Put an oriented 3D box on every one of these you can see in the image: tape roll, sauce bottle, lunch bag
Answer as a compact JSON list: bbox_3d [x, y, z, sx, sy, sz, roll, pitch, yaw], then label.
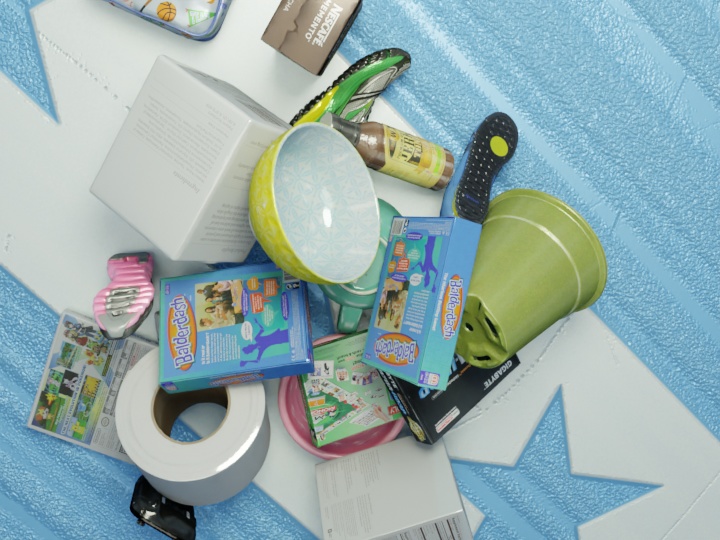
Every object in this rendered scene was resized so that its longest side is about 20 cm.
[{"bbox_3d":[-0.228,0.211,1.072,0.200,0.140,0.205,2,61,-3],"label":"tape roll"},{"bbox_3d":[0.035,-0.162,1.036,0.198,0.065,0.065,13,105,-31],"label":"sauce bottle"},{"bbox_3d":[-0.250,-0.403,1.005,0.198,0.076,0.162,22,100,-5],"label":"lunch bag"}]

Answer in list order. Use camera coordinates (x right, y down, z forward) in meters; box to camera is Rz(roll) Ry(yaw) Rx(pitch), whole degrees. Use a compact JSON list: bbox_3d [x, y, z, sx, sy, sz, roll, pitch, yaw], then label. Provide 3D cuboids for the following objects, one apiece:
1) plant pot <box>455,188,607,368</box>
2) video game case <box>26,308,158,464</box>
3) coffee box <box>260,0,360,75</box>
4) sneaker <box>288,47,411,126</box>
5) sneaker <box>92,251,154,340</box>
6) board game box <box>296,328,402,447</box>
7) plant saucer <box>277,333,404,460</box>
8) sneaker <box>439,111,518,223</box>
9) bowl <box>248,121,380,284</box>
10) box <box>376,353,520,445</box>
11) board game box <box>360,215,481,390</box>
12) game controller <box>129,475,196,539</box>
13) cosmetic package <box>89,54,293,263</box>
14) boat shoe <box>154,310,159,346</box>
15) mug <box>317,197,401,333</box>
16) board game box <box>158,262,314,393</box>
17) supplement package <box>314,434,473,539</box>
[{"bbox_3d":[0.192,0.025,1.013,0.190,0.199,0.201,-40,105,-34],"label":"plant pot"},{"bbox_3d":[-0.395,0.181,1.172,0.181,0.022,0.202,21,103,-6],"label":"video game case"},{"bbox_3d":[-0.056,-0.313,0.964,0.079,0.200,0.114,31,102,-8],"label":"coffee box"},{"bbox_3d":[-0.007,-0.231,1.058,0.199,0.078,0.085,-38,108,17],"label":"sneaker"},{"bbox_3d":[-0.319,0.052,1.059,0.078,0.200,0.096,0,116,-7],"label":"sneaker"},{"bbox_3d":[0.011,0.155,1.098,0.198,0.029,0.136,-15,95,-21],"label":"board game box"},{"bbox_3d":[-0.026,0.189,1.165,0.198,0.051,0.203,0,103,-2],"label":"plant saucer"},{"bbox_3d":[0.156,-0.134,1.062,0.066,0.078,0.201,32,65,-13],"label":"sneaker"},{"bbox_3d":[-0.075,-0.072,0.956,0.107,0.200,0.202,-13,107,37],"label":"bowl"},{"bbox_3d":[0.123,0.125,1.104,0.199,0.046,0.160,-35,104,-27],"label":"box"},{"bbox_3d":[0.072,0.034,0.957,0.045,0.152,0.202,14,88,-27],"label":"board game box"},{"bbox_3d":[-0.289,0.352,1.130,0.104,0.200,0.042,43,79,-8],"label":"game controller"},{"bbox_3d":[-0.204,-0.136,0.996,0.166,0.167,0.201,36,102,18],"label":"cosmetic package"},{"bbox_3d":[-0.209,0.068,1.120,0.198,0.074,0.067,-14,104,3],"label":"boat shoe"},{"bbox_3d":[0.008,-0.008,1.084,0.151,0.114,0.187,-21,103,4],"label":"mug"},{"bbox_3d":[-0.167,0.072,1.023,0.198,0.045,0.154,-8,64,3],"label":"board game box"},{"bbox_3d":[0.054,0.361,1.134,0.198,0.152,0.152,-18,128,3],"label":"supplement package"}]
